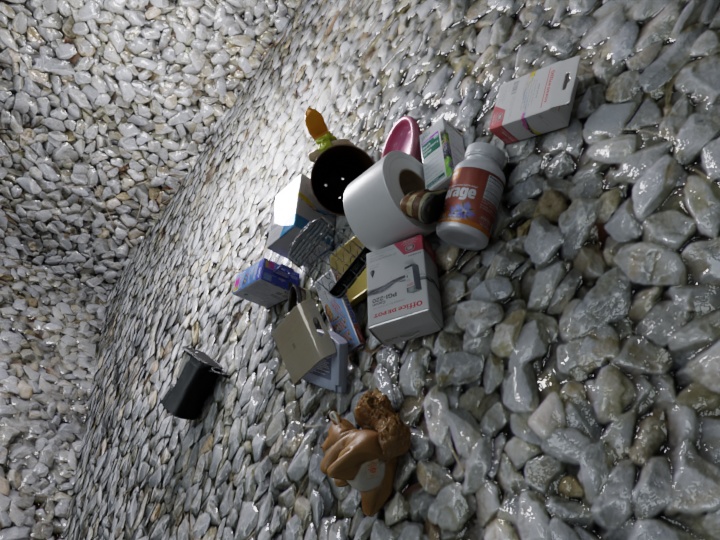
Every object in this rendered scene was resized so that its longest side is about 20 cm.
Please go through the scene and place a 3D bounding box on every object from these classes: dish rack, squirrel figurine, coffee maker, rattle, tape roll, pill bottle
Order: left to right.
[{"bbox_3d":[-0.552,0.382,1.895,0.191,0.134,0.203,23,87,57],"label":"coffee maker"},{"bbox_3d":[-0.078,-0.039,1.399,0.199,0.055,0.154,37,79,18],"label":"dish rack"},{"bbox_3d":[-0.079,-0.383,1.679,0.130,0.199,0.144,-43,75,39],"label":"rattle"},{"bbox_3d":[0.005,0.342,1.160,0.201,0.141,0.186,-49,21,-5],"label":"squirrel figurine"},{"bbox_3d":[0.077,-0.152,1.326,0.138,0.201,0.206,-30,44,40],"label":"tape roll"},{"bbox_3d":[0.233,-0.154,1.187,0.111,0.111,0.203,-2,65,54],"label":"pill bottle"}]

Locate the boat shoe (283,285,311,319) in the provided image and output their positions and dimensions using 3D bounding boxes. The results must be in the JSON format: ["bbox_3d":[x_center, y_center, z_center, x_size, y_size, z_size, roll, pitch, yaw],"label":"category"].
[{"bbox_3d":[-0.185,0.136,1.615,0.071,0.064,0.203,-24,49,42],"label":"boat shoe"}]

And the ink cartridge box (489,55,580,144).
[{"bbox_3d":[0.368,-0.344,1.177,0.199,0.067,0.118,-4,64,56],"label":"ink cartridge box"}]

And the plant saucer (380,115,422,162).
[{"bbox_3d":[0.109,-0.293,1.488,0.200,0.050,0.204,-168,90,-70],"label":"plant saucer"}]

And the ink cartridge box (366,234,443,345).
[{"bbox_3d":[0.091,0.042,1.237,0.144,0.085,0.203,-19,51,22],"label":"ink cartridge box"}]

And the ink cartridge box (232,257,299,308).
[{"bbox_3d":[-0.278,0.037,1.755,0.199,0.135,0.078,-23,52,45],"label":"ink cartridge box"}]

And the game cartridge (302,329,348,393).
[{"bbox_3d":[-0.092,0.214,1.411,0.199,0.041,0.136,4,88,56],"label":"game cartridge"}]

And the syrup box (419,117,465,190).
[{"bbox_3d":[0.196,-0.252,1.343,0.078,0.081,0.203,-33,43,35],"label":"syrup box"}]

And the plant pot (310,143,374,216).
[{"bbox_3d":[-0.056,-0.245,1.625,0.189,0.185,0.200,-63,9,-2],"label":"plant pot"}]

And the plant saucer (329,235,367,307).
[{"bbox_3d":[0.000,0.000,1.468,0.199,0.048,0.203,-36,40,34],"label":"plant saucer"}]

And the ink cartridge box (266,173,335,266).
[{"bbox_3d":[-0.173,-0.149,1.733,0.146,0.145,0.203,-31,44,40],"label":"ink cartridge box"}]

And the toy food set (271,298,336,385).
[{"bbox_3d":[-0.138,0.178,1.412,0.200,0.060,0.145,-47,64,46],"label":"toy food set"}]

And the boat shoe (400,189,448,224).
[{"bbox_3d":[0.138,-0.139,1.210,0.073,0.199,0.077,14,98,21],"label":"boat shoe"}]

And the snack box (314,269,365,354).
[{"bbox_3d":[-0.053,0.102,1.409,0.072,0.024,0.203,-36,66,34],"label":"snack box"}]

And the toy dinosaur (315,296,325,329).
[{"bbox_3d":[-0.112,0.125,1.539,0.088,0.047,0.203,-21,50,66],"label":"toy dinosaur"}]
